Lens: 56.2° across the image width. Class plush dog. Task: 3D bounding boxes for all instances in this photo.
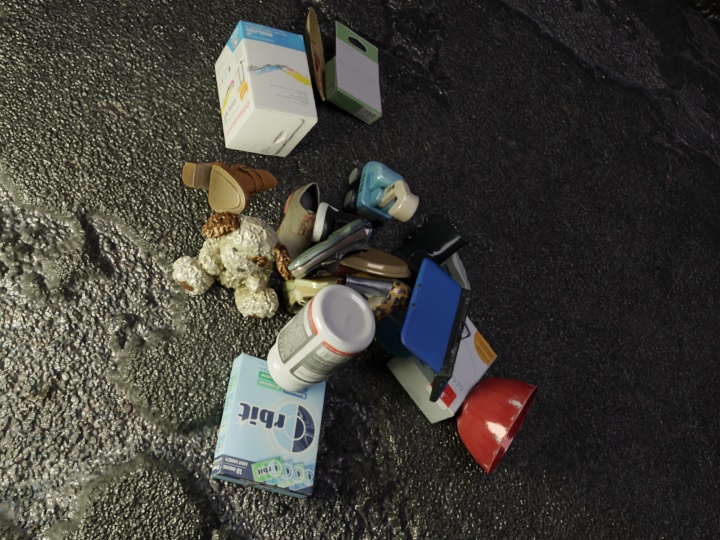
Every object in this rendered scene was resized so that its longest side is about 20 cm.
[{"bbox_3d":[-0.201,-0.030,1.166,0.198,0.171,0.163,26,55,-21],"label":"plush dog"}]

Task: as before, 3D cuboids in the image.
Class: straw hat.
[{"bbox_3d":[-0.132,-0.468,1.481,0.083,0.202,0.204,-7,66,7],"label":"straw hat"}]

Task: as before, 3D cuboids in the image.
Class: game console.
[{"bbox_3d":[0.131,0.113,1.270,0.117,0.172,0.202,20,54,3],"label":"game console"}]

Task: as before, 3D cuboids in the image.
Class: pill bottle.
[{"bbox_3d":[-0.072,0.118,1.114,0.114,0.200,0.117,20,51,-26],"label":"pill bottle"}]

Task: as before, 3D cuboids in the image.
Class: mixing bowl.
[{"bbox_3d":[0.263,0.293,1.355,0.107,0.202,0.200,29,45,23],"label":"mixing bowl"}]

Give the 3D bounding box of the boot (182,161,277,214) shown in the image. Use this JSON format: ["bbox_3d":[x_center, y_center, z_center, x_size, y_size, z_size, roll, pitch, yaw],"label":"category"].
[{"bbox_3d":[-0.213,-0.156,1.227,0.153,0.075,0.199,-2,26,-43],"label":"boot"}]

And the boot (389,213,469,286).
[{"bbox_3d":[0.169,-0.025,1.442,0.197,0.074,0.162,38,62,27],"label":"boot"}]

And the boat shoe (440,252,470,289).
[{"bbox_3d":[0.197,0.000,1.510,0.072,0.069,0.203,50,20,-52],"label":"boat shoe"}]

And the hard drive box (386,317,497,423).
[{"bbox_3d":[0.171,0.186,1.392,0.157,0.077,0.200,51,50,-3],"label":"hard drive box"}]

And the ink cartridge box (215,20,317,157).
[{"bbox_3d":[-0.192,-0.357,1.349,0.143,0.147,0.203,2,66,-34],"label":"ink cartridge box"}]

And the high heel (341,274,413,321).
[{"bbox_3d":[0.018,0.105,1.246,0.140,0.203,0.072,8,27,-15],"label":"high heel"}]

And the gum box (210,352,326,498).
[{"bbox_3d":[-0.151,0.264,1.144,0.168,0.044,0.203,22,56,-26],"label":"gum box"}]

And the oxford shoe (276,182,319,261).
[{"bbox_3d":[-0.120,-0.084,1.315,0.070,0.075,0.203,19,58,-27],"label":"oxford shoe"}]

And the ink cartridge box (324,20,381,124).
[{"bbox_3d":[-0.017,-0.461,1.575,0.144,0.048,0.203,20,56,-40],"label":"ink cartridge box"}]

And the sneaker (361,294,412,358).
[{"bbox_3d":[0.048,0.086,1.317,0.200,0.077,0.080,43,42,23],"label":"sneaker"}]

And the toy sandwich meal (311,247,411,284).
[{"bbox_3d":[0.000,0.000,1.307,0.202,0.205,0.071,8,103,-32],"label":"toy sandwich meal"}]

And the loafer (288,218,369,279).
[{"bbox_3d":[-0.044,-0.027,1.166,0.200,0.071,0.064,-38,104,-47],"label":"loafer"}]

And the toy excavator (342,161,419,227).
[{"bbox_3d":[0.052,-0.162,1.394,0.099,0.200,0.197,24,56,-22],"label":"toy excavator"}]

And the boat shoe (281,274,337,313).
[{"bbox_3d":[-0.091,0.044,1.190,0.072,0.200,0.064,-4,88,-26],"label":"boat shoe"}]

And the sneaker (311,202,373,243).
[{"bbox_3d":[-0.029,-0.084,1.301,0.110,0.200,0.074,15,101,0],"label":"sneaker"}]
